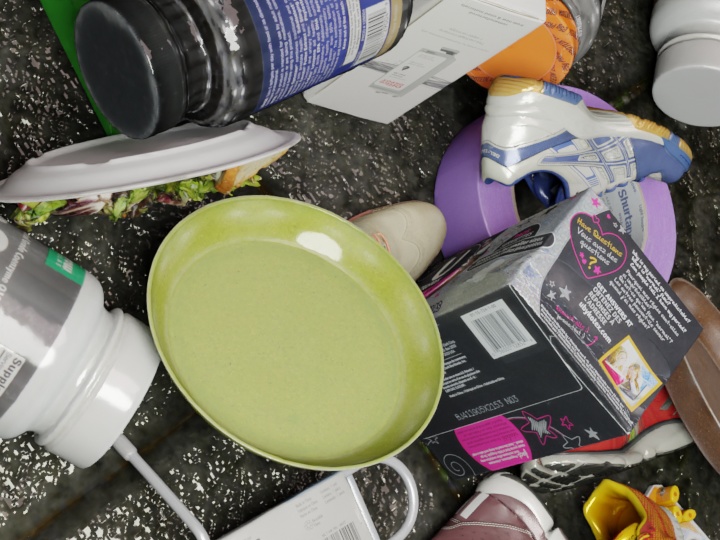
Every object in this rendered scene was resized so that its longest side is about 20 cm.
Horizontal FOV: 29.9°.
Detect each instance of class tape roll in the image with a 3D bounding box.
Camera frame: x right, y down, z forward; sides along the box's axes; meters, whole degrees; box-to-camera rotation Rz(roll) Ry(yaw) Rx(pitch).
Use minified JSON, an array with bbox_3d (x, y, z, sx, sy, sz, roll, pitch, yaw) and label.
[{"bbox_3d":[0.158,-0.044,1.084,0.199,0.066,0.202,11,69,-29],"label":"tape roll"}]

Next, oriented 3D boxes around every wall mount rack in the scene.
[{"bbox_3d":[-0.065,0.158,0.883,0.199,0.074,0.175,-25,92,-35],"label":"wall mount rack"}]

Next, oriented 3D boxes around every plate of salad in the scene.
[{"bbox_3d":[-0.133,-0.057,0.840,0.199,0.199,0.048,-19,106,-34],"label":"plate of salad"}]

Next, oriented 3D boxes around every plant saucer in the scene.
[{"bbox_3d":[0.291,0.101,1.094,0.200,0.034,0.201,41,31,-32],"label":"plant saucer"},{"bbox_3d":[-0.042,0.042,0.847,0.199,0.031,0.201,16,48,-18],"label":"plant saucer"}]

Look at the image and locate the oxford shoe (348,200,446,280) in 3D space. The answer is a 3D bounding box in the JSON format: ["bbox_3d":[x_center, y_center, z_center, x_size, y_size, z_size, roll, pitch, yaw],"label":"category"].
[{"bbox_3d":[0.000,0.000,0.967,0.199,0.074,0.071,-33,93,-34],"label":"oxford shoe"}]

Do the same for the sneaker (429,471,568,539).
[{"bbox_3d":[0.120,0.252,0.958,0.115,0.076,0.200,-36,78,-18],"label":"sneaker"}]

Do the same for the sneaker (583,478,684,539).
[{"bbox_3d":[0.211,0.225,0.953,0.077,0.200,0.073,29,103,-27],"label":"sneaker"}]

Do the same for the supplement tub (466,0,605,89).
[{"bbox_3d":[0.140,-0.239,1.079,0.122,0.122,0.201,36,47,-17],"label":"supplement tub"}]

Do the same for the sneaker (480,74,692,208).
[{"bbox_3d":[0.168,-0.084,1.034,0.199,0.075,0.089,13,92,-31],"label":"sneaker"}]

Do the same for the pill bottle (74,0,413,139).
[{"bbox_3d":[-0.071,-0.156,0.837,0.199,0.112,0.112,-30,91,-34],"label":"pill bottle"}]

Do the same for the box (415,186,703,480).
[{"bbox_3d":[0.111,0.047,0.944,0.132,0.200,0.115,50,55,-8],"label":"box"}]

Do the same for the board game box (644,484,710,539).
[{"bbox_3d":[0.255,0.305,1.056,0.200,0.026,0.200,48,56,-10],"label":"board game box"}]

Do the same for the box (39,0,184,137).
[{"bbox_3d":[-0.131,-0.215,0.945,0.176,0.097,0.201,-25,88,-32],"label":"box"}]

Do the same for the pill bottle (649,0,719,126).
[{"bbox_3d":[0.321,-0.237,1.215,0.114,0.114,0.201,27,62,-21],"label":"pill bottle"}]

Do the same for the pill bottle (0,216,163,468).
[{"bbox_3d":[-0.225,0.027,0.798,0.199,0.113,0.114,34,60,-19],"label":"pill bottle"}]

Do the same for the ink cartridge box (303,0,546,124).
[{"bbox_3d":[0.041,-0.214,0.986,0.082,0.200,0.148,12,69,-30],"label":"ink cartridge box"}]

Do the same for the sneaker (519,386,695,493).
[{"bbox_3d":[0.185,0.117,1.052,0.199,0.077,0.086,-9,74,-44],"label":"sneaker"}]
